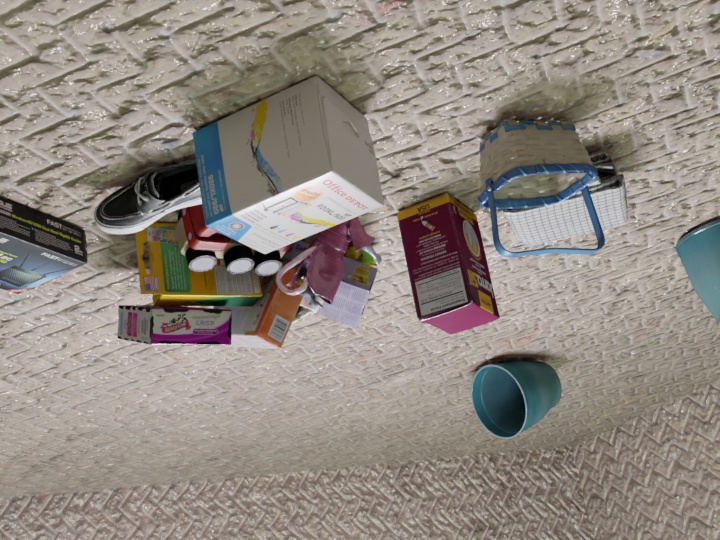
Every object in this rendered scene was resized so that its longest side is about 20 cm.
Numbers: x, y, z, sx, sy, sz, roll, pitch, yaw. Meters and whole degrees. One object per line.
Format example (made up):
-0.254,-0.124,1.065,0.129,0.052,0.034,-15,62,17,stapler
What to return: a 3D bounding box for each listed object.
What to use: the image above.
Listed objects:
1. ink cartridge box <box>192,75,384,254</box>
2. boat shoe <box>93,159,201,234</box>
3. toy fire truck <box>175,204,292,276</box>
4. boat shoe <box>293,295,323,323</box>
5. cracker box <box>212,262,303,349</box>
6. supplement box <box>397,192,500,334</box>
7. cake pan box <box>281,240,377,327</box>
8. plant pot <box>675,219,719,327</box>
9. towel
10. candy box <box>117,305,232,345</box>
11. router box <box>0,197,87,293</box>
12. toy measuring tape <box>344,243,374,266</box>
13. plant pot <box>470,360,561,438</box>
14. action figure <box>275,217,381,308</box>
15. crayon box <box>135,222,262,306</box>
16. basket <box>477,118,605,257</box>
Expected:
-0.095,-0.136,1.385,0.199,0.145,0.147,-21,156,23,ink cartridge box
-0.290,-0.109,1.462,0.199,0.072,0.068,-15,161,6,boat shoe
-0.164,-0.075,1.566,0.175,0.129,0.200,4,143,-33,toy fire truck
-0.129,0.059,1.802,0.071,0.070,0.200,31,154,-23,boat shoe
-0.178,0.060,1.754,0.058,0.134,0.200,33,161,-30,cracker box
0.148,-0.009,1.748,0.103,0.201,0.131,-19,158,23,supplement box
-0.072,0.024,1.829,0.183,0.052,0.200,21,156,3,cake pan box
0.766,0.011,2.095,0.199,0.189,0.200,-11,159,-4,plant pot
0.338,-0.123,1.717,0.199,0.086,0.166,-14,157,14,towel
-0.308,0.089,1.700,0.136,0.061,0.200,3,178,-29,candy box
-0.531,-0.036,1.545,0.149,0.062,0.200,-22,156,24,router box
0.000,0.000,1.886,0.073,0.074,0.200,-10,159,0,toy measuring tape
0.432,0.328,2.781,0.187,0.201,0.200,-14,165,-38,plant pot
-0.051,-0.048,1.628,0.134,0.201,0.149,29,-175,42,action figure
-0.265,-0.009,1.654,0.199,0.126,0.052,2,156,-28,crayon box
0.264,-0.117,1.523,0.175,0.201,0.139,-1,157,-21,basket
